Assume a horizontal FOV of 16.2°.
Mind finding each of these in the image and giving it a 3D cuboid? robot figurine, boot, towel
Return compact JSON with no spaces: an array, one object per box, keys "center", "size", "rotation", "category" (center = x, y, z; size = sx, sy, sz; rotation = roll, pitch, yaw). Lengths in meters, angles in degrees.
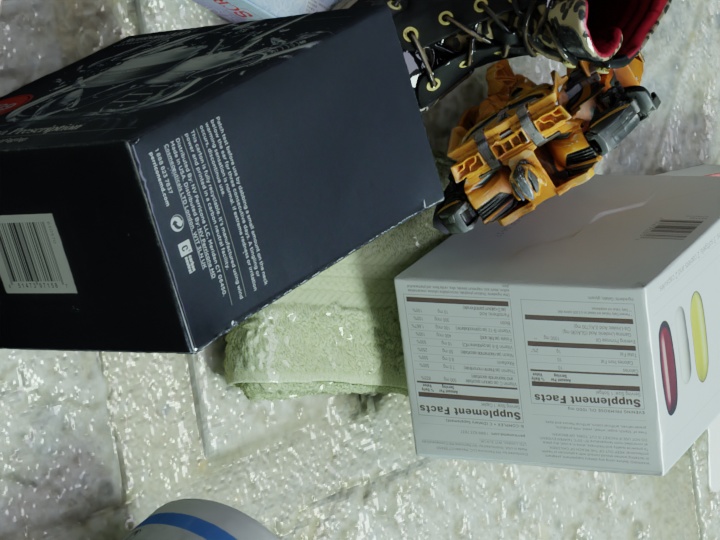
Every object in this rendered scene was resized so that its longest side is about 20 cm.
[{"center":[0.102,-0.086,1.440],"size":[0.058,0.144,0.200],"rotation":[56,21,-10],"category":"robot figurine"},{"center":[0.069,-0.128,1.368],"size":[0.200,0.150,0.074],"rotation":[-40,120,-39],"category":"boot"},{"center":[0.000,0.000,1.439],"size":[0.199,0.036,0.150],"rotation":[2,88,-46],"category":"towel"}]

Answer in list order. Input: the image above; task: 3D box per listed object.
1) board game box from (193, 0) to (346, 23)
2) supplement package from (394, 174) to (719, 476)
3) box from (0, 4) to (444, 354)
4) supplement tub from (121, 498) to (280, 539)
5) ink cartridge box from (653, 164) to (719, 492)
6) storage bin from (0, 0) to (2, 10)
[{"center":[-0.028,-0.226,1.401],"size":[0.199,0.041,0.201],"rotation":[26,73,-44],"category":"board game box"},{"center":[0.136,0.026,1.457],"size":[0.200,0.155,0.112],"rotation":[-36,123,-55],"category":"supplement package"},{"center":[-0.098,-0.044,1.220],"size":[0.182,0.199,0.105],"rotation":[-31,111,-42],"category":"box"},{"center":[-0.116,0.219,1.254],"size":[0.200,0.131,0.133],"rotation":[-42,119,-38],"category":"supplement tub"},{"center":[0.228,0.035,1.654],"size":[0.116,0.067,0.202],"rotation":[-11,97,-45],"category":"ink cartridge box"},{"center":[-0.261,-0.154,1.124],"size":[0.199,0.093,0.200],"rotation":[16,80,-45],"category":"storage bin"}]
